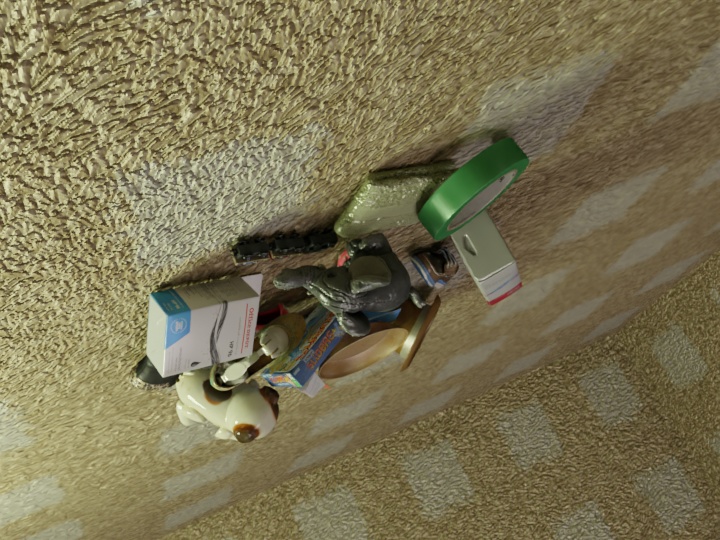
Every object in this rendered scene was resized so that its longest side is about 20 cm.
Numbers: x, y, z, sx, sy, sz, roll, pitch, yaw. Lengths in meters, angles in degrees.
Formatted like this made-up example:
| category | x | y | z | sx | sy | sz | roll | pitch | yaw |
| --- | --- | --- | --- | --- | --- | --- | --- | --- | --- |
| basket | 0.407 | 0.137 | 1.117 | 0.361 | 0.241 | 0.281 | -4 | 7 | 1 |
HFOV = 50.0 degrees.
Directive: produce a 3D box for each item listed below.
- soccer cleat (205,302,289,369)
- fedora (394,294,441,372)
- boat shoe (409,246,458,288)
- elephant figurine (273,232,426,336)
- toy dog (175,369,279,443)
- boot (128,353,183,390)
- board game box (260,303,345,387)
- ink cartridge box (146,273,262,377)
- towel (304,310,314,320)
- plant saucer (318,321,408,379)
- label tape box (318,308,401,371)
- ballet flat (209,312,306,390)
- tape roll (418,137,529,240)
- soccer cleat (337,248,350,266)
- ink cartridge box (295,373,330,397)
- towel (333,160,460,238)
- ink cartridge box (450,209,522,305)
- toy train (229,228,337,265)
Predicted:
| category | x | y | z | sx | sy | sz | roll | pitch | yaw |
| --- | --- | --- | --- | --- | --- | --- | --- | --- | --- |
| soccer cleat | -0.219 | 0.117 | 1.408 | 0.198 | 0.068 | 0.074 | -19 | 133 | -7 |
| fedora | 0.112 | 0.132 | 1.770 | 0.202 | 0.081 | 0.201 | -60 | 172 | -15 |
| boat shoe | 0.154 | -0.015 | 1.554 | 0.072 | 0.073 | 0.200 | -36 | 169 | 10 |
| elephant figurine | -0.013 | 0.032 | 1.222 | 0.154 | 0.143 | 0.200 | -10 | -166 | 29 |
| toy dog | -0.238 | 0.242 | 1.451 | 0.140 | 0.198 | 0.195 | -50 | 149 | -31 |
| boot | -0.296 | 0.141 | 1.335 | 0.199 | 0.074 | 0.150 | -20 | 165 | -45 |
| board game box | -0.084 | 0.125 | 1.404 | 0.200 | 0.035 | 0.135 | -51 | -162 | -26 |
| ink cartridge box | -0.230 | 0.082 | 1.220 | 0.198 | 0.068 | 0.117 | -12 | 126 | -37 |
| towel | -0.073 | 0.107 | 1.609 | 0.199 | 0.024 | 0.147 | -33 | 158 | 13 |
| plant saucer | 0.000 | 0.154 | 1.544 | 0.198 | 0.036 | 0.201 | -23 | 157 | -10 |
| label tape box | -0.015 | 0.122 | 1.592 | 0.142 | 0.067 | 0.201 | -17 | 154 | -26 |
| ballet flat | -0.179 | 0.146 | 1.354 | 0.199 | 0.071 | 0.071 | -34 | 160 | -1 |
| tape roll | 0.185 | -0.132 | 1.263 | 0.200 | 0.048 | 0.201 | -38 | 169 | -9 |
| soccer cleat | 0.000 | 0.000 | 1.411 | 0.077 | 0.066 | 0.201 | -58 | 164 | -27 |
| ink cartridge box | -0.150 | 0.203 | 1.546 | 0.057 | 0.161 | 0.200 | -58 | 164 | -17 |
| towel | 0.063 | -0.113 | 1.236 | 0.198 | 0.037 | 0.149 | -12 | 153 | -37 |
| ink cartridge box | 0.240 | -0.030 | 1.497 | 0.085 | 0.149 | 0.200 | -29 | 161 | 5 |
| toy train | -0.120 | -0.036 | 1.195 | 0.199 | 0.034 | 0.046 | -10 | 166 | -41 |
